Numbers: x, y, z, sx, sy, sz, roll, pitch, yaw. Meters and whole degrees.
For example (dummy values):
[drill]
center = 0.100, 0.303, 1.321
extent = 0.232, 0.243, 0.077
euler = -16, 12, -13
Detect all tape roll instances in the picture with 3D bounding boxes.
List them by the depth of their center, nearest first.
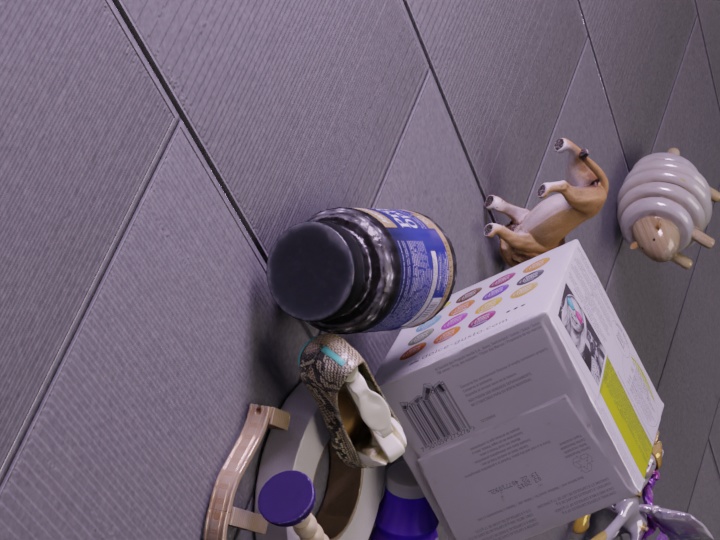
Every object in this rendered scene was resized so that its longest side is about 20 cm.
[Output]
[tape roll]
center = -0.035, 0.196, 1.702
extent = 0.203, 0.037, 0.204
euler = -28, 121, -60

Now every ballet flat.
[ballet flat]
center = 0.003, 0.132, 1.631
extent = 0.068, 0.075, 0.200
euler = -46, 143, -17

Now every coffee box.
[coffee box]
center = 0.155, 0.123, 1.780
extent = 0.201, 0.199, 0.198
euler = 60, 24, -12

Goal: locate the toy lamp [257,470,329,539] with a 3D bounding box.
[toy lamp]
center = -0.034, 0.249, 1.616
extent = 0.058, 0.058, 0.200
euler = -67, 148, -28

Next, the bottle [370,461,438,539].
[bottle]
center = 0.042, 0.286, 1.826
extent = 0.084, 0.065, 0.201
euler = -48, 147, -58

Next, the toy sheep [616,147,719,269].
[toy sheep]
center = 0.405, -0.087, 2.429
extent = 0.200, 0.137, 0.138
euler = -74, 156, -46

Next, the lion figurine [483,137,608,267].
[lion figurine]
center = 0.214, -0.063, 2.017
extent = 0.122, 0.200, 0.073
euler = 25, 49, -33

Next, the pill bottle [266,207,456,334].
[pill bottle]
center = 0.000, 0.000, 1.632
extent = 0.200, 0.111, 0.113
euler = -1, 98, -65

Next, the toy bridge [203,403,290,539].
[toy bridge]
center = -0.106, 0.212, 1.570
extent = 0.067, 0.027, 0.201
euler = 31, 70, -60

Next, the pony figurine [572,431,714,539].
[pony figurine]
center = 0.370, 0.337, 2.483
extent = 0.200, 0.166, 0.193
euler = -51, 135, -22
